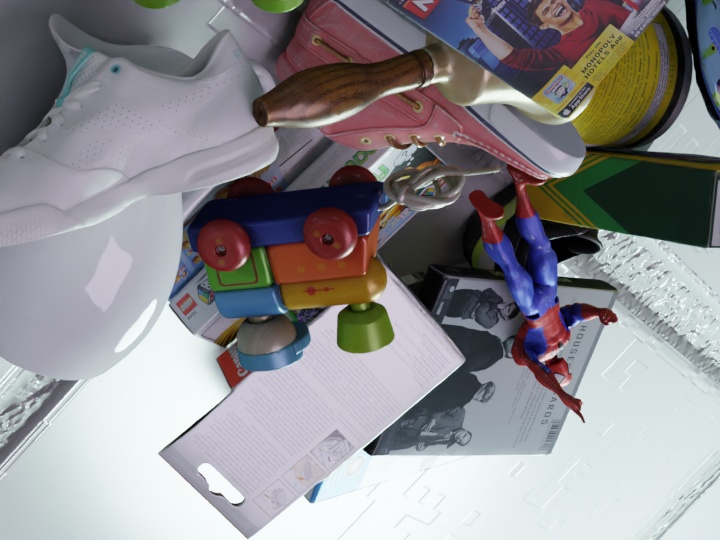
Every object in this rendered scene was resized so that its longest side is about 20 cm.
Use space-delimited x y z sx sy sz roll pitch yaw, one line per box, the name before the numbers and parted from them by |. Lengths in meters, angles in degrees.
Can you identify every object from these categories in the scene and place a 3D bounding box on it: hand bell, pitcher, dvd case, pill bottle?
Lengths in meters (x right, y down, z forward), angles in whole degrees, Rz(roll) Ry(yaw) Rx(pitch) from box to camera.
hand bell | 0.025 -0.111 1.094 0.199 0.104 0.104 -18 140 -31
pitcher | -0.139 -0.041 1.167 0.171 0.121 0.201 2 117 -43
dvd case | 0.099 0.072 1.479 0.199 0.025 0.151 5 113 -45
pill bottle | 0.130 -0.143 1.342 0.199 0.112 0.113 0 128 -48

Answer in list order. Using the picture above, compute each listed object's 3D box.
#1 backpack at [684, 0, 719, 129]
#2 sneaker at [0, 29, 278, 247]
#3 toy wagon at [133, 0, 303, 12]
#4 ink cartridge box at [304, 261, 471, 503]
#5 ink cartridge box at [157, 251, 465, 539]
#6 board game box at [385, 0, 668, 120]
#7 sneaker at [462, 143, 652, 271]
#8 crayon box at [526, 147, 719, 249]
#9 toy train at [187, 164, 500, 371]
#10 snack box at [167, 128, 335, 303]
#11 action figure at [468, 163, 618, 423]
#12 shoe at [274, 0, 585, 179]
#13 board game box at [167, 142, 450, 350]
backpack | 0.302 -0.185 1.380 0.134 0.201 0.182 -8 159 27
sneaker | -0.147 -0.072 1.045 0.199 0.075 0.089 -20 104 -18
toy wagon | -0.058 -0.205 1.032 0.199 0.040 0.156 3 141 4
ink cartridge box | 0.035 0.082 1.524 0.199 0.084 0.146 -12 133 -39
ink cartridge box | -0.038 0.082 1.356 0.200 0.050 0.109 -40 122 3
board game box | 0.095 -0.204 0.988 0.199 0.062 0.200 29 108 -40
sneaker | 0.171 -0.047 1.525 0.200 0.083 0.072 -41 148 -3
crayon box | 0.245 -0.053 1.425 0.199 0.172 0.059 0 98 -43
toy train | 0.000 0.000 1.235 0.085 0.199 0.116 -64 144 -62
snack box | -0.085 -0.049 1.300 0.200 0.024 0.072 -39 149 -6
action figure | 0.141 0.026 1.401 0.065 0.099 0.201 -37 138 -18
shoe | 0.041 -0.103 1.230 0.091 0.200 0.071 -55 173 25
board game box | -0.030 -0.024 1.350 0.200 0.035 0.126 -44 160 6
